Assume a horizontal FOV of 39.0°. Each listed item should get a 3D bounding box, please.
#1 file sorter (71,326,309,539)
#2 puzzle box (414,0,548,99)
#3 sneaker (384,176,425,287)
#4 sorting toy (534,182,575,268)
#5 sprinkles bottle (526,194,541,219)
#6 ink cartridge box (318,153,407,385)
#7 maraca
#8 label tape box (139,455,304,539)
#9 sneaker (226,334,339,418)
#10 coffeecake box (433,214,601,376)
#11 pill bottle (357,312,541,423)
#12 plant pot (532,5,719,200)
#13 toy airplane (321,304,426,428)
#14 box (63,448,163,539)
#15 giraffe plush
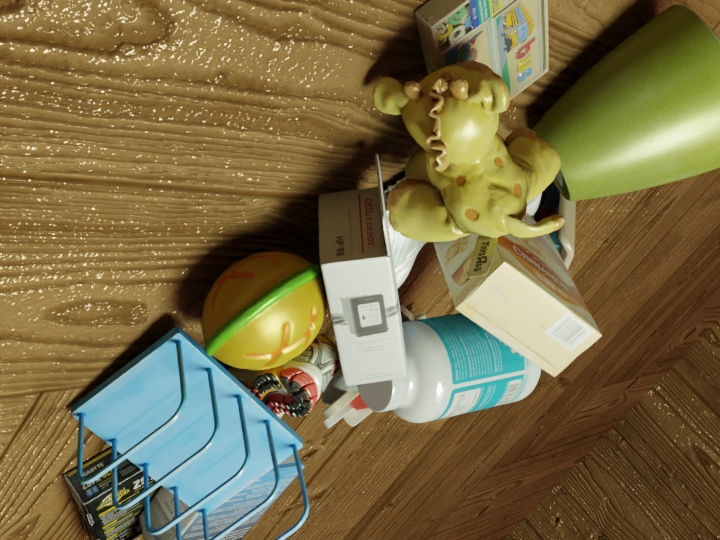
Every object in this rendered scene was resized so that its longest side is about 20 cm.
[{"bbox_3d":[-0.161,0.185,0.989,0.139,0.123,0.200,-37,122,9],"label":"file sorter"},{"bbox_3d":[0.123,-0.217,0.972,0.133,0.025,0.200,-39,155,-6],"label":"puzzle box"},{"bbox_3d":[0.046,-0.060,1.070,0.080,0.070,0.200,26,106,-41],"label":"sneaker"},{"bbox_3d":[0.241,-0.050,1.286,0.036,0.186,0.200,6,146,4],"label":"sorting toy"},{"bbox_3d":[0.181,-0.049,1.277,0.068,0.068,0.200,-33,154,-17],"label":"sprinkles bottle"},{"bbox_3d":[0.000,0.000,0.995,0.066,0.116,0.200,-8,129,3],"label":"ink cartridge box"},{"bbox_3d":[-0.088,0.037,1.002,0.137,0.107,0.200,-34,176,10],"label":"maraca"},{"bbox_3d":[-0.179,0.280,1.196,0.200,0.066,0.143,-49,152,22],"label":"label tape box"},{"bbox_3d":[-0.083,0.113,1.089,0.082,0.078,0.200,-49,-162,-28],"label":"sneaker"},{"bbox_3d":[0.157,-0.004,1.096,0.153,0.200,0.073,34,113,-28],"label":"coffeecake box"},{"bbox_3d":[0.095,0.105,1.120,0.199,0.111,0.111,-6,139,-35],"label":"pill bottle"},{"bbox_3d":[0.304,-0.164,1.143,0.200,0.188,0.187,-28,155,3],"label":"plant pot"},{"bbox_3d":[0.024,0.120,1.284,0.199,0.142,0.200,-23,-172,-12],"label":"toy airplane"},{"bbox_3d":[-0.232,0.234,1.179,0.200,0.049,0.160,-29,150,-23],"label":"box"},{"bbox_3d":[0.089,-0.116,0.922,0.172,0.200,0.163,-16,122,10],"label":"giraffe plush"}]
